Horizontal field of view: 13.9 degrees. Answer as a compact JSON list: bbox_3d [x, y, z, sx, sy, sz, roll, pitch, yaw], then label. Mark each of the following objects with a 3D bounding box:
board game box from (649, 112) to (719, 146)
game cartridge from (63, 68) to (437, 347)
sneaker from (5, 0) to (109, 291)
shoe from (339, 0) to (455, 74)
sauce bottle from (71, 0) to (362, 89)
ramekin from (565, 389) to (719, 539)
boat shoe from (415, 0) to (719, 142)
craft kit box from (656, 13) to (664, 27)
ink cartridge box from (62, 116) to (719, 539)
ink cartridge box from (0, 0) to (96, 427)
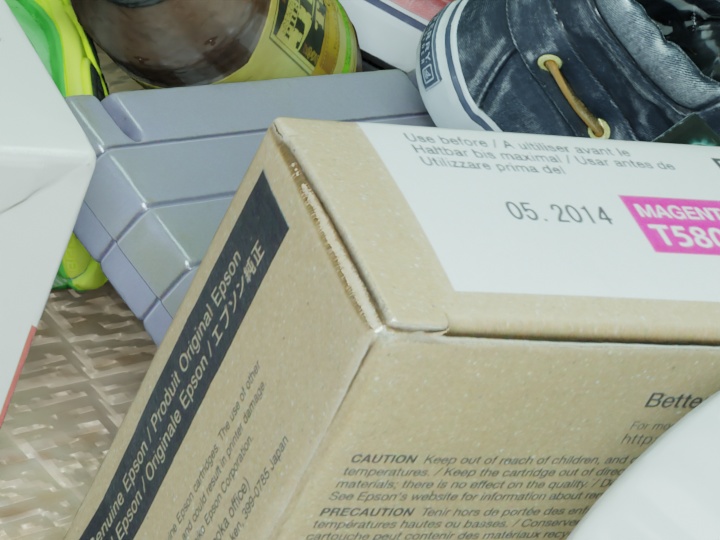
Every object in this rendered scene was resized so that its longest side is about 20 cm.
[{"bbox_3d":[0.154,0.059,0.844,0.028,0.136,0.200,-34,56,-10],"label":"board game box"},{"bbox_3d":[0.000,0.000,0.867,0.130,0.038,0.200,56,30,15],"label":"game cartridge"},{"bbox_3d":[-0.127,-0.065,0.906,0.083,0.074,0.201,-25,57,-7],"label":"sneaker"},{"bbox_3d":[0.043,-0.099,1.019,0.199,0.091,0.071,29,-6,13],"label":"shoe"},{"bbox_3d":[-0.049,-0.082,0.884,0.065,0.065,0.200,34,-1,16],"label":"sauce bottle"},{"bbox_3d":[0.115,0.110,0.672,0.200,0.201,0.098,-8,36,-42],"label":"ramekin"},{"bbox_3d":[0.117,-0.034,0.925,0.200,0.091,0.071,31,54,-31],"label":"boat shoe"},{"bbox_3d":[0.036,-0.183,1.001,0.199,0.049,0.198,16,56,12],"label":"craft kit box"},{"bbox_3d":[0.043,0.049,0.735,0.199,0.165,0.075,3,42,-33],"label":"ink cartridge box"},{"bbox_3d":[-0.149,-0.045,0.796,0.067,0.117,0.200,2,36,-32],"label":"ink cartridge box"}]
